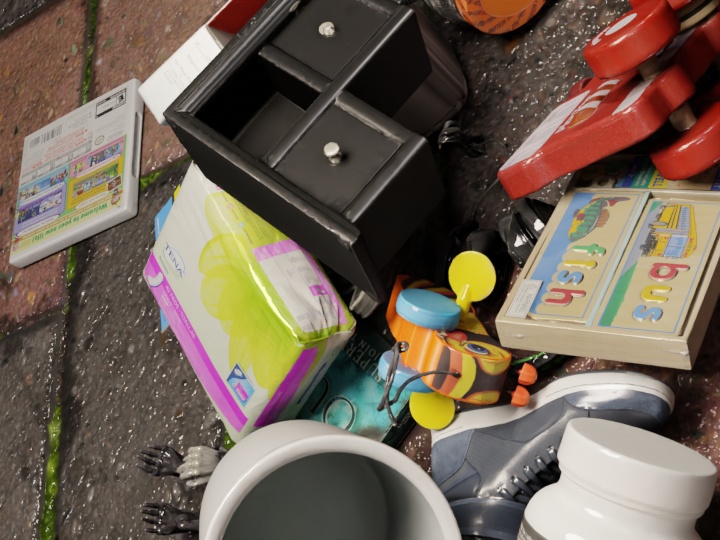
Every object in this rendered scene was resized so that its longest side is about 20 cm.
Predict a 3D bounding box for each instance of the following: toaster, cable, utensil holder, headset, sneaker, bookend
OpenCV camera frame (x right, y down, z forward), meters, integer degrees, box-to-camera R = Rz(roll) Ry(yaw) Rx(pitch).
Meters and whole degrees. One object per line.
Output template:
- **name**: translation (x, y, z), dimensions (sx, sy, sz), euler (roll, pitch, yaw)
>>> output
- **toaster**: translation (0.007, -0.175, 1.012), dimensions (0.199, 0.129, 0.114), euler (-35, 52, 20)
- **cable**: translation (0.000, 0.000, 0.925), dimensions (0.050, 0.200, 0.097), euler (39, 110, -1)
- **utensil holder**: translation (-0.031, 0.191, 0.785), dimensions (0.171, 0.169, 0.200), euler (-64, 7, -6)
- **headset**: translation (0.107, -0.018, 0.879), dimensions (0.123, 0.094, 0.202), euler (-22, 68, 28)
- **sneaker**: translation (0.129, 0.157, 0.776), dimensions (0.201, 0.077, 0.147), euler (-25, 43, 39)
- **bookend**: translation (-0.004, -0.118, 0.837), dimensions (0.199, 0.092, 0.199), euler (36, 77, 28)

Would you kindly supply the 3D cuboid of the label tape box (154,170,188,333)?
- **label tape box**: translation (-0.133, -0.044, 1.093), dimensions (0.200, 0.063, 0.145), euler (-47, 43, 44)

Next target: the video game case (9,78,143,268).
- **video game case**: translation (-0.337, -0.115, 1.333), dimensions (0.199, 0.022, 0.184), euler (-20, 57, 29)

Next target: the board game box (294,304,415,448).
- **board game box**: translation (-0.035, 0.099, 0.980), dimensions (0.136, 0.028, 0.200), euler (-54, 47, 3)

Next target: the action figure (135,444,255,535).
- **action figure**: translation (-0.114, 0.203, 0.934), dimensions (0.199, 0.102, 0.120), euler (1, 87, 43)

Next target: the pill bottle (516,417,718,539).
- **pill bottle**: translation (0.146, 0.202, 0.691), dimensions (0.116, 0.116, 0.202), euler (22, 101, 43)

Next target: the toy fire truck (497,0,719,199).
- **toy fire truck**: translation (0.202, -0.138, 0.836), dimensions (0.167, 0.112, 0.200), euler (-22, 21, 49)

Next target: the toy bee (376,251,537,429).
- **toy bee**: translation (0.067, 0.067, 0.802), dimensions (0.201, 0.108, 0.132), euler (-77, 4, -52)

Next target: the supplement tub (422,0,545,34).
- **supplement tub**: translation (0.084, -0.304, 1.020), dimensions (0.123, 0.122, 0.200), euler (-46, 48, 10)

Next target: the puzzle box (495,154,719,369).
- **puzzle box**: translation (0.190, -0.015, 0.782), dimensions (0.132, 0.026, 0.201), euler (5, 42, 30)

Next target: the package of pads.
- **package of pads**: translation (-0.099, 0.020, 0.936), dimensions (0.201, 0.068, 0.155), euler (56, 135, 24)

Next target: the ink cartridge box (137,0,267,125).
- **ink cartridge box**: translation (-0.097, -0.205, 1.071), dimensions (0.173, 0.200, 0.044), euler (-39, 81, 17)
